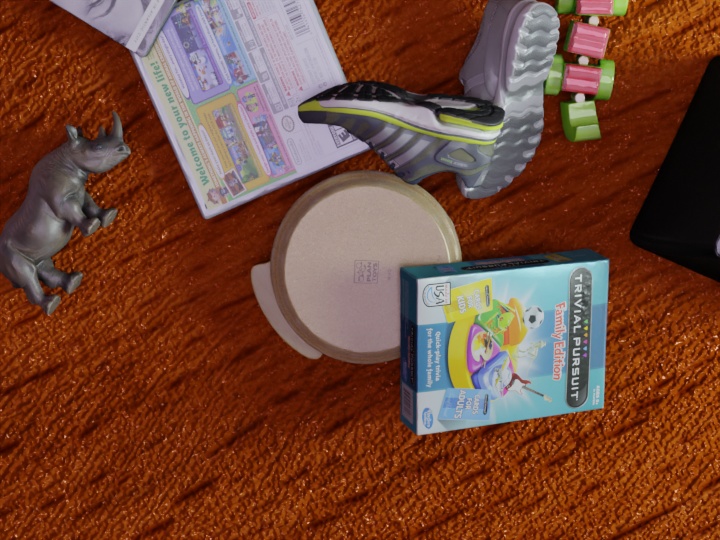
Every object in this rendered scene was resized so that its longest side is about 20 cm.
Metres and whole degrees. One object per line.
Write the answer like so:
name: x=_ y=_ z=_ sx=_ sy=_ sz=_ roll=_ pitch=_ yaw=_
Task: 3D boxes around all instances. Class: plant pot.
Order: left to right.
plant pot: x=0.387 y=-0.063 z=1.235 sx=0.198 sy=0.177 sz=0.201 roll=24 pitch=101 yaw=-3

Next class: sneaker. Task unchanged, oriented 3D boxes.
sneaker: x=0.032 y=-0.123 z=1.248 sx=0.198 sy=0.074 sz=0.082 roll=13 pitch=114 yaw=21
sneaker: x=0.129 y=-0.165 z=1.285 sx=0.074 sy=0.082 sz=0.201 roll=-2 pitch=119 yaw=-38

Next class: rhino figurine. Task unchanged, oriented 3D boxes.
rhino figurine: x=-0.285 y=-0.065 z=1.308 sx=0.087 sy=0.060 sz=0.201 roll=30 pitch=96 yaw=7

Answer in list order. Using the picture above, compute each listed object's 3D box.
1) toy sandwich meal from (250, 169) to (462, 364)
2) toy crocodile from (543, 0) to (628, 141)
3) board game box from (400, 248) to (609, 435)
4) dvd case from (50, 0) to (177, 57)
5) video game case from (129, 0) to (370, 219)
toy sandwich meal: x=0.000 y=0.000 z=1.313 sx=0.203 sy=0.070 sz=0.207 roll=0 pitch=99 yaw=-2
toy crocodile: x=0.212 y=-0.221 z=1.268 sx=0.067 sy=0.062 sz=0.202 roll=7 pitch=100 yaw=0
board game box: x=0.137 y=0.066 z=1.290 sx=0.198 sy=0.047 sz=0.152 roll=-6 pitch=106 yaw=-18
dvd case: x=-0.250 y=-0.315 z=1.272 sx=0.199 sy=0.016 sz=0.149 roll=31 pitch=96 yaw=0
video game case: x=-0.108 y=-0.176 z=1.304 sx=0.181 sy=0.022 sz=0.201 roll=-22 pitch=100 yaw=5
